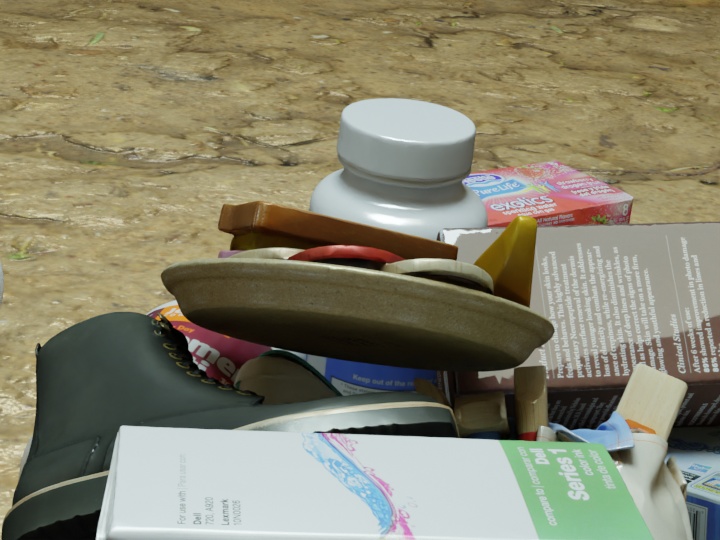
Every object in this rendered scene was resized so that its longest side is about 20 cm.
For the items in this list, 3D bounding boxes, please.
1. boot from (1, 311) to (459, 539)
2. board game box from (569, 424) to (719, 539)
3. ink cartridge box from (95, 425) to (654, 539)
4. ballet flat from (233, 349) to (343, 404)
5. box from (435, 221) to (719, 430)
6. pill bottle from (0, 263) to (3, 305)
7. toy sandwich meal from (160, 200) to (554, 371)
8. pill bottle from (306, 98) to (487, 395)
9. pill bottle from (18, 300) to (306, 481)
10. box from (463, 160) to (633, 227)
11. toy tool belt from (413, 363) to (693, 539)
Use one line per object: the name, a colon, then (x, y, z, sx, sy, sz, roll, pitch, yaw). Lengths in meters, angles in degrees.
boot: (-0.062, 0.056, 0.659, 0.199, 0.078, 0.139, -12, 41, 1)
board game box: (0.176, 0.103, 0.875, 0.199, 0.044, 0.198, 12, 18, 42)
ink cartridge box: (-0.002, 0.143, 0.574, 0.198, 0.146, 0.084, 3, 23, -8)
ballet flat: (0.009, 0.120, 0.767, 0.200, 0.069, 0.070, 37, 17, -17)
box: (0.141, 0.033, 0.823, 0.198, 0.075, 0.101, 0, 63, -6)
pill bottle: (-0.328, -0.014, 0.975, 0.110, 0.112, 0.199, -15, 30, -41)
toy sandwich meal: (0.000, 0.000, 0.702, 0.204, 0.071, 0.205, 8, -10, 1)
pill bottle: (0.020, 0.001, 0.920, 0.111, 0.201, 0.112, 6, 23, -3)
pill bottle: (-0.099, 0.081, 0.818, 0.109, 0.110, 0.200, 11, 24, 10)
box: (0.097, -0.012, 1.103, 0.199, 0.100, 0.095, -11, 29, -34)
toy tool belt: (0.058, 0.104, 0.699, 0.198, 0.125, 0.124, -1, 64, 4)
